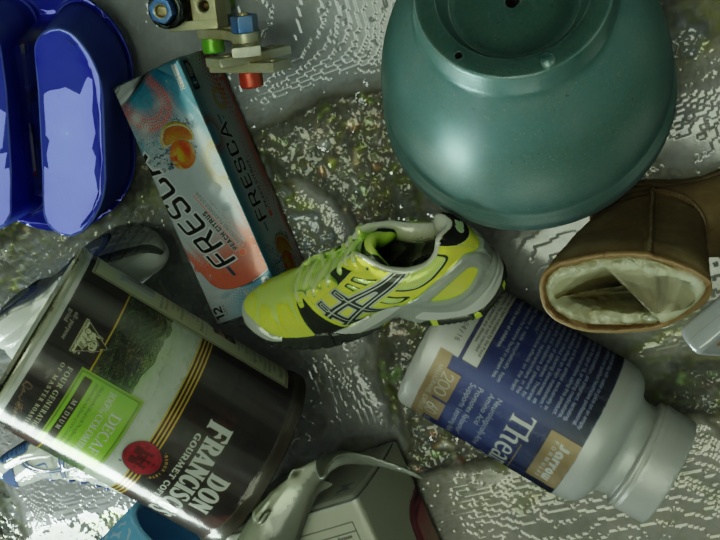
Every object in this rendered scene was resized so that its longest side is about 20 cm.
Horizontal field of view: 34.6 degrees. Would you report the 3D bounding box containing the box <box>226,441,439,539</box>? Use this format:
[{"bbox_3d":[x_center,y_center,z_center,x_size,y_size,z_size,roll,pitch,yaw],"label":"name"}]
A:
[{"bbox_3d":[0.001,0.262,0.934,0.127,0.109,0.202,-20,98,24],"label":"box"}]

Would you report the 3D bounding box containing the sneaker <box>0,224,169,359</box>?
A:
[{"bbox_3d":[-0.227,0.030,0.975,0.199,0.075,0.087,-30,107,30],"label":"sneaker"}]

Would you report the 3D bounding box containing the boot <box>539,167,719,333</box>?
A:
[{"bbox_3d":[0.214,-0.014,0.733,0.173,0.200,0.067,-8,103,20],"label":"boot"}]

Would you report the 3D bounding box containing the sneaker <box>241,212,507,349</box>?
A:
[{"bbox_3d":[0.000,0.000,0.811,0.198,0.076,0.077,-14,135,22],"label":"sneaker"}]

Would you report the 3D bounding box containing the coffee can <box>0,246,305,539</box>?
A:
[{"bbox_3d":[-0.162,0.096,0.879,0.199,0.147,0.147,32,114,-14],"label":"coffee can"}]

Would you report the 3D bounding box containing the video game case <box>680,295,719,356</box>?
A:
[{"bbox_3d":[0.304,-0.008,0.714,0.182,0.199,0.022,-45,62,23],"label":"video game case"}]

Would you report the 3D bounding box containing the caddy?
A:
[{"bbox_3d":[-0.251,-0.121,0.912,0.139,0.105,0.202,3,111,0],"label":"caddy"}]

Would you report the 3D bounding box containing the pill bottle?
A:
[{"bbox_3d":[0.136,0.096,0.840,0.199,0.111,0.112,30,112,8],"label":"pill bottle"}]

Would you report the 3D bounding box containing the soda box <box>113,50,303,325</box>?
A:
[{"bbox_3d":[-0.113,-0.065,0.899,0.063,0.068,0.202,-20,99,22],"label":"soda box"}]

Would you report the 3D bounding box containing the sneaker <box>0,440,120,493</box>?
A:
[{"bbox_3d":[-0.229,0.164,1.002,0.198,0.075,0.089,-24,97,23],"label":"sneaker"}]

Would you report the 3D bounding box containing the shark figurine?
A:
[{"bbox_3d":[-0.046,0.203,0.845,0.089,0.128,0.216,32,98,-18],"label":"shark figurine"}]

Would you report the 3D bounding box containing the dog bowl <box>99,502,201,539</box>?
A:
[{"bbox_3d":[-0.131,0.268,0.984,0.199,0.111,0.050,34,99,7],"label":"dog bowl"}]

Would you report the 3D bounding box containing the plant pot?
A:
[{"bbox_3d":[0.100,-0.142,0.723,0.198,0.134,0.203,-4,71,11],"label":"plant pot"}]

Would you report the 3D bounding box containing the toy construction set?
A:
[{"bbox_3d":[-0.097,-0.233,0.841,0.129,0.092,0.203,0,95,18],"label":"toy construction set"}]
